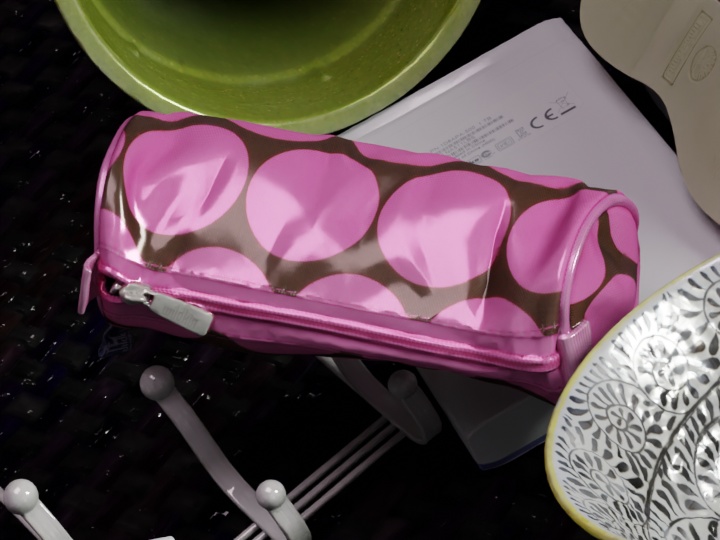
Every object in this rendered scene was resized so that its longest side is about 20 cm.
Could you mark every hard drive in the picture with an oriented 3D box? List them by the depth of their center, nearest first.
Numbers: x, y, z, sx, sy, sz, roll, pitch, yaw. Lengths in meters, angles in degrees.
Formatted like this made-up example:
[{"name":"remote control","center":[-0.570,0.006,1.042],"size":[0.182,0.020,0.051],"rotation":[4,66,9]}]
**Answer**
[{"name":"hard drive","center":[0.065,-0.016,1.203],"size":[0.131,0.025,0.200],"rotation":[-29,39,-3]}]

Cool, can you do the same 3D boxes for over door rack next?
[{"name":"over door rack","center":[-0.084,0.051,1.178],"size":[0.148,0.067,0.200],"rotation":[-38,41,-16]}]

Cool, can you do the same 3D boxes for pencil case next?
[{"name":"pencil case","center":[0.000,0.000,1.100],"size":[0.199,0.091,0.094],"rotation":[7,24,14]}]

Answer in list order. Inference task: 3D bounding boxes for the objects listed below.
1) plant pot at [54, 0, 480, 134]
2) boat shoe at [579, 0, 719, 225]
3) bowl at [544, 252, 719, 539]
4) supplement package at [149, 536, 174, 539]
[{"name":"plant pot","center":[-0.060,-0.173,1.323],"size":[0.199,0.201,0.190],"rotation":[-32,20,-7]},{"name":"boat shoe","center":[0.152,-0.065,1.178],"size":[0.071,0.062,0.200],"rotation":[-56,35,16]},{"name":"bowl","center":[0.170,0.066,0.989],"size":[0.200,0.095,0.201],"rotation":[-20,27,10]},{"name":"supplement package","center":[-0.095,0.211,0.902],"size":[0.150,0.200,0.152],"rotation":[-12,41,16]}]
